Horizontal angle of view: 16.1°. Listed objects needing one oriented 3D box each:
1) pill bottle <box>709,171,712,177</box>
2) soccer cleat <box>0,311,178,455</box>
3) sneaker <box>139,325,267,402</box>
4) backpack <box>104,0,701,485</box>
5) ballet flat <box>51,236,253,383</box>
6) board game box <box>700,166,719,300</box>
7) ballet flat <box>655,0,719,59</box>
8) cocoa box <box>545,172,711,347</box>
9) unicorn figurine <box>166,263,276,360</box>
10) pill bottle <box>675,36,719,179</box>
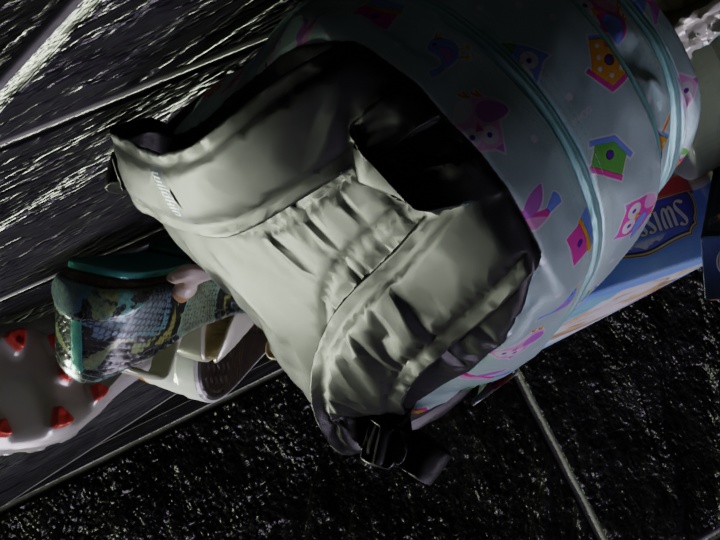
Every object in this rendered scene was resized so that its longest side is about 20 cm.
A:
[{"bbox_3d":[0.126,-0.035,1.692,0.200,0.116,0.116,-37,172,31],"label":"pill bottle"},{"bbox_3d":[-0.159,0.052,1.357,0.078,0.069,0.200,-27,-179,45],"label":"soccer cleat"},{"bbox_3d":[-0.078,0.012,1.560,0.085,0.073,0.200,9,-154,30],"label":"sneaker"},{"bbox_3d":[0.019,-0.037,0.857,0.127,0.167,0.200,-48,-177,-27],"label":"backpack"},{"bbox_3d":[-0.092,0.018,1.279,0.074,0.074,0.200,-29,171,30],"label":"ballet flat"},{"bbox_3d":[0.249,-0.038,1.313,0.135,0.035,0.200,-3,-161,12],"label":"board game box"},{"bbox_3d":[0.125,-0.123,1.093,0.200,0.072,0.072,-29,177,-11],"label":"ballet flat"},{"bbox_3d":[0.085,-0.025,1.428,0.133,0.132,0.200,-16,171,-37],"label":"cocoa box"},{"bbox_3d":[0.000,0.000,1.226,0.137,0.074,0.200,-10,172,29],"label":"unicorn figurine"},{"bbox_3d":[0.237,-0.131,1.324,0.200,0.110,0.110,-27,177,-6],"label":"pill bottle"}]
